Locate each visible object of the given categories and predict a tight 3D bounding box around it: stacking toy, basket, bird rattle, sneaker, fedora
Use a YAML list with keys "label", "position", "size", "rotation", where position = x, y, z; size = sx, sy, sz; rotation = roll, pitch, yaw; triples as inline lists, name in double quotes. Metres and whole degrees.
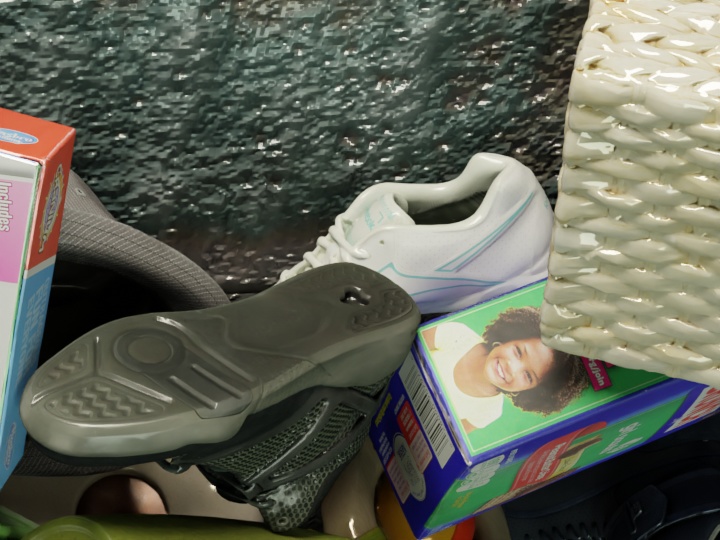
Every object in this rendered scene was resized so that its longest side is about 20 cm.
- label: "stacking toy"
  position: [-0.132, 0.154, 1.137]
  size: [0.145, 0.147, 0.200]
  rotation: [-7, 161, -11]
- label: "basket"
  position: [0.181, -0.060, 0.863]
  size: [0.199, 0.161, 0.199]
  rotation: [14, 144, 10]
- label: "bird rattle"
  position: [0.042, 0.158, 1.139]
  size: [0.199, 0.164, 0.113]
  rotation: [14, 147, -29]
- label: "sneaker"
  position: [-0.062, 0.070, 0.893]
  size: [0.199, 0.076, 0.115]
  rotation: [-17, 133, -46]
- label: "fedora"
  position: [-0.159, 0.009, 0.941]
  size: [0.199, 0.091, 0.177]
  rotation: [12, 135, -30]
- label: "sneaker"
  position: [0.000, 0.000, 1.013]
  size: [0.200, 0.071, 0.080]
  rotation: [-26, 137, 1]
- label: "sneaker"
  position: [0.142, 0.161, 1.197]
  size: [0.077, 0.147, 0.202]
  rotation: [16, 134, -37]

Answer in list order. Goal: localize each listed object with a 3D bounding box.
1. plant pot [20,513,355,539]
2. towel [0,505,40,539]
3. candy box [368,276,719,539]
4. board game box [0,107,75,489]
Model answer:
- label: "plant pot"
  position: [-0.069, 0.184, 0.930]
  size: [0.187, 0.188, 0.200]
  rotation: [-34, 136, 23]
- label: "towel"
  position: [-0.246, 0.084, 0.927]
  size: [0.149, 0.199, 0.031]
  rotation: [31, 82, -60]
- label: "candy box"
  position: [0.114, 0.049, 1.029]
  size: [0.199, 0.077, 0.169]
  rotation: [-22, 165, -13]
- label: "board game box"
  position: [-0.223, -0.008, 0.826]
  size: [0.199, 0.040, 0.154]
  rotation: [16, 115, 4]
